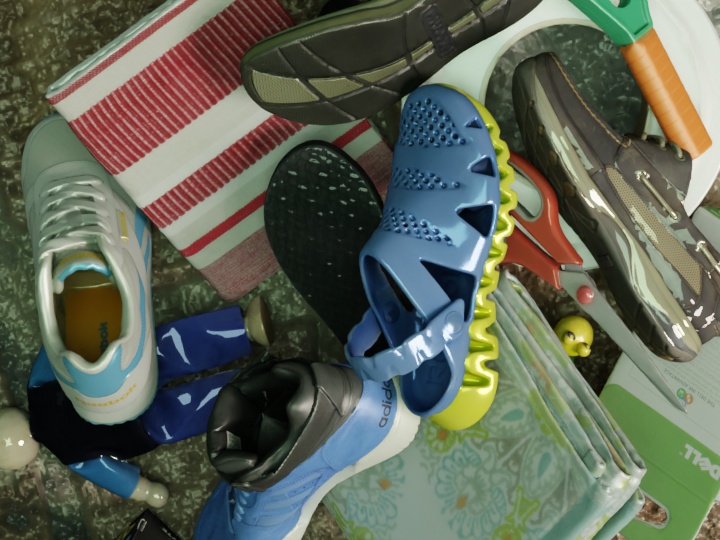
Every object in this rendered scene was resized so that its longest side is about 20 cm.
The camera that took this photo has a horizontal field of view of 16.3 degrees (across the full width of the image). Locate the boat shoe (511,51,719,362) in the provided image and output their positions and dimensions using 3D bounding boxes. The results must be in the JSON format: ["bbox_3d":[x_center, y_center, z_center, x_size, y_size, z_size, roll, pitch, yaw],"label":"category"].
[{"bbox_3d":[0.158,-0.044,1.471,0.073,0.074,0.201,-32,98,-9],"label":"boat shoe"}]

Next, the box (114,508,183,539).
[{"bbox_3d":[-0.082,0.244,1.541,0.200,0.160,0.049,43,98,-5],"label":"box"}]

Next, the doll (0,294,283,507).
[{"bbox_3d":[-0.144,0.085,1.576,0.199,0.049,0.137,-17,109,5],"label":"doll"}]

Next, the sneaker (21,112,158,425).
[{"bbox_3d":[-0.164,-0.013,1.520,0.076,0.081,0.201,-15,66,-1],"label":"sneaker"}]

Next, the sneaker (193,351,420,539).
[{"bbox_3d":[-0.065,0.116,1.519,0.200,0.111,0.077,-39,53,35],"label":"sneaker"}]

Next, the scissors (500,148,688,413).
[{"bbox_3d":[0.125,0.000,1.452,0.200,0.014,0.073,38,113,29],"label":"scissors"}]

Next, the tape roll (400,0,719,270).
[{"bbox_3d":[0.124,-0.103,1.529,0.201,0.071,0.204,0,98,3],"label":"tape roll"}]

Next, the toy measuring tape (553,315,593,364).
[{"bbox_3d":[0.080,0.112,1.558,0.073,0.074,0.200,37,97,-3],"label":"toy measuring tape"}]

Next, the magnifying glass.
[{"bbox_3d":[0.150,-0.154,1.460,0.080,0.022,0.201,-39,105,-34],"label":"magnifying glass"}]

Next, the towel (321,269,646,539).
[{"bbox_3d":[0.068,0.124,1.510,0.200,0.048,0.172,-49,58,29],"label":"towel"}]

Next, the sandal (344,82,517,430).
[{"bbox_3d":[0.037,-0.009,1.451,0.087,0.079,0.201,4,86,-38],"label":"sandal"}]

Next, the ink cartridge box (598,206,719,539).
[{"bbox_3d":[0.212,0.072,1.528,0.104,0.059,0.201,36,109,29],"label":"ink cartridge box"}]

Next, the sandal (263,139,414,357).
[{"bbox_3d":[-0.001,0.001,1.548,0.075,0.048,0.201,-18,120,16],"label":"sandal"}]

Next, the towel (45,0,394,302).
[{"bbox_3d":[-0.078,-0.083,1.514,0.144,0.023,0.200,-36,128,6],"label":"towel"}]

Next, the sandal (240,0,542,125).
[{"bbox_3d":[0.021,-0.149,1.464,0.200,0.057,0.080,-28,140,-9],"label":"sandal"}]
